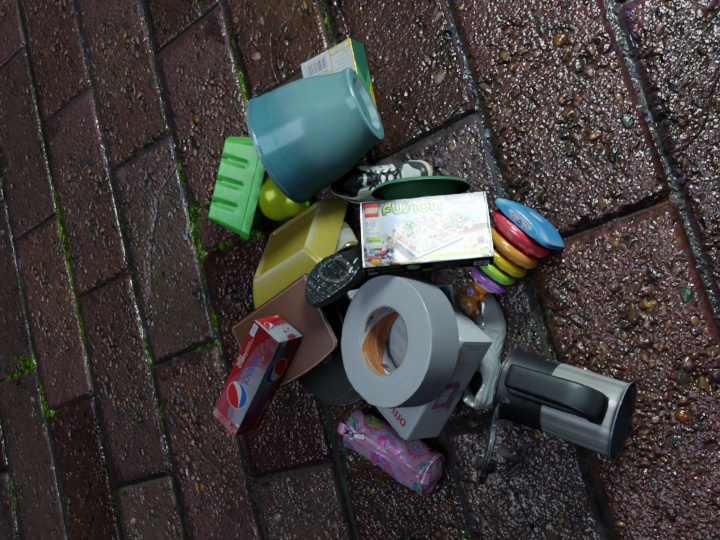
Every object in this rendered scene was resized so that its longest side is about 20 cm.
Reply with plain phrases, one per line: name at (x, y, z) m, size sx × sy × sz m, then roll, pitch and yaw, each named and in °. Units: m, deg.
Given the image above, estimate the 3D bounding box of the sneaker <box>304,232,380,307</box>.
sneaker at (0.000, 0.000, 1.146) m, size 0.199 × 0.091 × 0.076 m, roll -37°, pitch 51°, yaw -3°

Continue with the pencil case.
pencil case at (0.054, 0.323, 1.269) m, size 0.198 × 0.087 × 0.089 m, roll 25°, pitch 105°, yaw 31°

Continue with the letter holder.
letter holder at (-0.107, 0.113, 1.234) m, size 0.199 × 0.100 × 0.144 m, roll -34°, pitch 74°, yaw 30°

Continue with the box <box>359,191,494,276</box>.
box at (0.099, -0.057, 1.081) m, size 0.196 × 0.035 × 0.112 m, roll -5°, pitch 68°, yaw 4°

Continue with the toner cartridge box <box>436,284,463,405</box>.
toner cartridge box at (0.123, 0.131, 1.229) m, size 0.094 × 0.043 × 0.204 m, roll -5°, pitch 93°, yaw 30°

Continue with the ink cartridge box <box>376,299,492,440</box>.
ink cartridge box at (0.101, 0.152, 1.150) m, size 0.145 × 0.084 × 0.202 m, roll 46°, pitch 117°, yaw 40°

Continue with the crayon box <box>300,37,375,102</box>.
crayon box at (-0.036, -0.316, 1.341) m, size 0.124 × 0.051 × 0.204 m, roll -16°, pitch 81°, yaw 34°

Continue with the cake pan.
cake pan at (-0.053, 0.145, 1.279) m, size 0.198 × 0.036 × 0.204 m, roll 1°, pitch 91°, yaw 35°

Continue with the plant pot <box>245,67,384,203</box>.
plant pot at (-0.067, -0.247, 1.226) m, size 0.186 × 0.200 × 0.203 m, roll -23°, pitch 77°, yaw 18°

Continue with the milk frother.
milk frother at (0.282, 0.238, 1.046) m, size 0.186 × 0.179 × 0.204 m, roll 14°, pitch 96°, yaw 34°

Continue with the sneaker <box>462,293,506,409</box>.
sneaker at (0.199, 0.131, 1.167) m, size 0.070 × 0.080 × 0.204 m, roll -6°, pitch 86°, yaw 36°

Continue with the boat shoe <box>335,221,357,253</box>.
boat shoe at (-0.083, -0.025, 1.374) m, size 0.199 × 0.074 × 0.067 m, roll -31°, pitch 63°, yaw 28°

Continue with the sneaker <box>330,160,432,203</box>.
sneaker at (0.033, -0.155, 1.274) m, size 0.197 × 0.087 × 0.077 m, roll -8°, pitch 85°, yaw 33°

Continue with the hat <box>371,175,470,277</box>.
hat at (0.109, -0.050, 1.177) m, size 0.163 × 0.199 × 0.179 m, roll -5°, pitch 84°, yaw 24°

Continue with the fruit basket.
fruit basket at (-0.192, -0.163, 1.426) m, size 0.211 × 0.156 × 0.220 m, roll -2°, pitch 104°, yaw -6°

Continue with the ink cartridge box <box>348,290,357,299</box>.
ink cartridge box at (-0.010, 0.103, 1.317) m, size 0.197 × 0.075 × 0.151 m, roll -11°, pitch 84°, yaw 33°

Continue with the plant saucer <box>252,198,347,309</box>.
plant saucer at (-0.123, -0.043, 1.322) m, size 0.199 × 0.048 × 0.202 m, roll -30°, pitch 29°, yaw 32°

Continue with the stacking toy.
stacking toy at (0.217, -0.007, 1.126) m, size 0.116 × 0.109 × 0.201 m, roll 45°, pitch 112°, yaw 25°

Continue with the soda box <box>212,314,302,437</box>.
soda box at (-0.174, 0.177, 1.183) m, size 0.063 × 0.070 × 0.202 m, roll 36°, pitch 112°, yaw 24°

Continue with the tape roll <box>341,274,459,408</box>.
tape roll at (0.057, 0.109, 1.093) m, size 0.198 × 0.065 × 0.204 m, roll -9°, pitch 78°, yaw 47°
